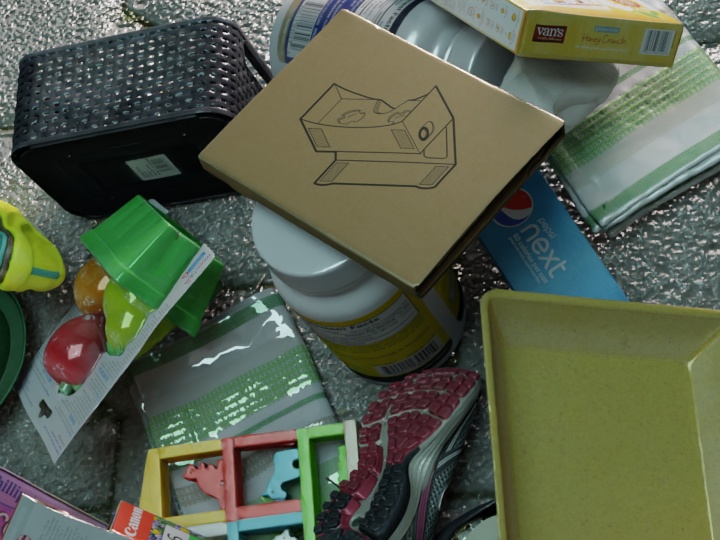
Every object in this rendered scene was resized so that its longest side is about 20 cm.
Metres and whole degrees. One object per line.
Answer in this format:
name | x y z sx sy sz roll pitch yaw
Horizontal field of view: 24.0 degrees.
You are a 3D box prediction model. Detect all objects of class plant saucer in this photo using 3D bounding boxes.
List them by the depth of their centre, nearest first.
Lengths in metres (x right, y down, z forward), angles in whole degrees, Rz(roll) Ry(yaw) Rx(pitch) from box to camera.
plant saucer | 0.174 0.120 1.160 0.199 0.048 0.200 6 62 -16

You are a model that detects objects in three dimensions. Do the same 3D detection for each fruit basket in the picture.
fruit basket | -0.197 0.046 1.358 0.200 0.094 0.185 -58 26 2

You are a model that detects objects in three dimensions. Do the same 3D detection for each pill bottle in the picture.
pill bottle | 0.000 0.000 1.255 0.114 0.200 0.115 -8 64 17
pill bottle | 0.033 -0.167 1.352 0.200 0.111 0.111 17 73 39

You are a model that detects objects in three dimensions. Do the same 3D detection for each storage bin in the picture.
storage bin | -0.176 -0.124 1.416 0.199 0.135 0.094 -8 63 17

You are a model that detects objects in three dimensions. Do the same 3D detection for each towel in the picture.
towel | -0.095 0.125 1.333 0.149 0.031 0.200 -29 60 7
towel | 0.203 -0.135 1.336 0.149 0.031 0.200 -31 57 3

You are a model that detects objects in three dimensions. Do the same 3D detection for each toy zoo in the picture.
toy zoo | -0.092 0.191 1.280 0.199 0.020 0.132 -9 70 13

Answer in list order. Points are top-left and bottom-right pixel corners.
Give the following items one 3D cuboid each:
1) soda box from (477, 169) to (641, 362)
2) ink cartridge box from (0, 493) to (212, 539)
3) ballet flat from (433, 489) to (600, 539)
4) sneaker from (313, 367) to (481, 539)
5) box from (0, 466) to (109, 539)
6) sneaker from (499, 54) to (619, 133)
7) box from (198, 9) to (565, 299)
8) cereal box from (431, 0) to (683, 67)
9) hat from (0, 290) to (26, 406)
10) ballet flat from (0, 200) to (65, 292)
soda box | 0.140 -0.008 1.284 0.068 0.064 0.200 -32 59 3
ink cartridge box | -0.165 0.230 1.216 0.200 0.050 0.109 25 109 -7
ballet flat | 0.136 0.172 1.200 0.200 0.073 0.073 -28 60 7
sneaker | 0.033 0.151 1.241 0.080 0.075 0.200 0 44 40
box | -0.322 0.187 1.289 0.200 0.176 0.097 13 71 36
sneaker | 0.125 -0.111 1.267 0.075 0.089 0.200 35 42 11
box | 0.013 -0.086 1.166 0.200 0.021 0.164 31 68 29
cereal box | 0.129 -0.206 1.283 0.200 0.144 0.040 44 128 53
hat | -0.383 0.043 1.381 0.200 0.176 0.166 -5 63 27
ballet flat | -0.294 -0.018 1.442 0.200 0.067 0.067 30 106 64
